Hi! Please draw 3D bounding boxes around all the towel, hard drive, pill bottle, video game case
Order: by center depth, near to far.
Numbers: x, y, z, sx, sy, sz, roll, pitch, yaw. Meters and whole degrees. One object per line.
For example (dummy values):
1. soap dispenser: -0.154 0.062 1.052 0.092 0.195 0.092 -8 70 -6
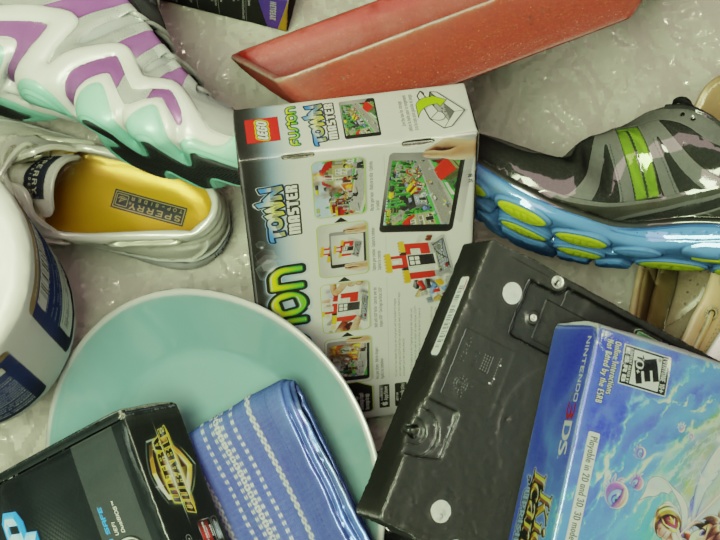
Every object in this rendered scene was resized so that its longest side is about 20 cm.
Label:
1. video game case: 0.154 0.144 0.708 0.180 0.045 0.202 17 82 -21
2. hard drive: 0.111 0.090 0.736 0.199 0.038 0.141 26 79 -18
3. pill bottle: -0.197 0.017 0.743 0.110 0.200 0.112 1 78 -3
4. towel: -0.076 0.158 0.757 0.199 0.024 0.146 -32 79 26

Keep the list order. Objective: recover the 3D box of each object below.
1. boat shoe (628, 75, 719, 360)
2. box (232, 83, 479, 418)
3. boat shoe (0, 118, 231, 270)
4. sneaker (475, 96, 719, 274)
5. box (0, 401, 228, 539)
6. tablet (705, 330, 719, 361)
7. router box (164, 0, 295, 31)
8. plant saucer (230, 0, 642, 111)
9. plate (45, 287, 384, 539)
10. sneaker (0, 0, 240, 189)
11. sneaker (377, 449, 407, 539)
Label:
1. boat shoe: 0.183 -0.016 0.824 0.064 0.071 0.202 19 76 -38
2. box: 0.000 0.000 0.762 0.109 0.201 0.035 -6 48 -4
3. boat shoe: -0.167 -0.045 0.824 0.198 0.070 0.072 13 78 0
4. sneaker: 0.139 -0.046 0.773 0.197 0.071 0.084 6 77 1
5. box: -0.124 0.185 0.750 0.158 0.046 0.202 -27 79 28
6. tablet: 0.235 0.061 0.819 0.130 0.014 0.201 42 77 -26
7. router box: -0.092 -0.254 0.879 0.156 0.052 0.202 14 78 0
8. plant saucer: 0.040 -0.124 0.799 0.198 0.200 0.037 -21 103 -7
9. plate: -0.072 0.107 0.780 0.198 0.026 0.202 5 101 25
10. sneaker: -0.115 -0.132 0.788 0.198 0.078 0.141 21 79 14
11. sneaker: 0.058 0.131 0.796 0.198 0.073 0.113 -22 81 -5
